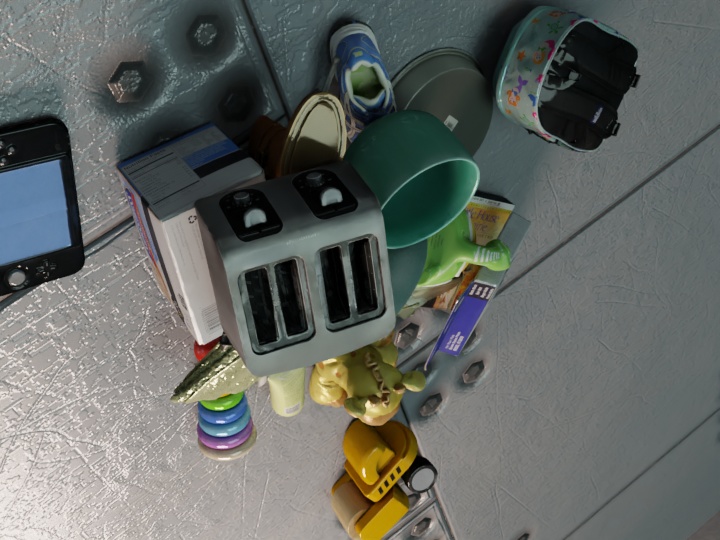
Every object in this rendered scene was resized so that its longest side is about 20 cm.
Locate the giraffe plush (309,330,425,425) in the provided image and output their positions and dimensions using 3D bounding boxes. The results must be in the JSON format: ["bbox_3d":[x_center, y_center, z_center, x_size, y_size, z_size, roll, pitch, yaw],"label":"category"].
[{"bbox_3d":[0.009,0.156,1.448,0.173,0.162,0.200,-43,140,-4],"label":"giraffe plush"}]

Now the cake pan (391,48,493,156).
[{"bbox_3d":[0.105,-0.202,1.338,0.200,0.037,0.201,-23,134,-26],"label":"cake pan"}]

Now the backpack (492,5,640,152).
[{"bbox_3d":[0.270,-0.267,1.339,0.200,0.150,0.178,5,111,-53],"label":"backpack"}]

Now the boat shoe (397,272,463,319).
[{"bbox_3d":[0.057,0.034,1.430,0.199,0.072,0.065,-15,124,-22],"label":"boat shoe"}]

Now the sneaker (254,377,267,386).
[{"bbox_3d":[-0.112,0.073,1.349,0.099,0.071,0.201,-20,134,-30],"label":"sneaker"}]

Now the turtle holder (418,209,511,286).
[{"bbox_3d":[0.108,-0.050,1.364,0.185,0.142,0.132,-17,171,30],"label":"turtle holder"}]

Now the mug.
[{"bbox_3d":[0.038,-0.112,1.183,0.184,0.115,0.152,-26,152,-14],"label":"mug"}]

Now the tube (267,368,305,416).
[{"bbox_3d":[-0.103,0.153,1.380,0.052,0.058,0.200,0,157,-4],"label":"tube"}]

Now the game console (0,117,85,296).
[{"bbox_3d":[-0.359,-0.032,1.013,0.172,0.119,0.201,-19,133,-28],"label":"game console"}]

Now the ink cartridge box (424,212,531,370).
[{"bbox_3d":[0.177,0.040,1.473,0.200,0.041,0.200,-54,170,-35],"label":"ink cartridge box"}]

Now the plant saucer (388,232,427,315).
[{"bbox_3d":[0.000,0.000,1.270,0.039,0.201,0.201,34,97,-33],"label":"plant saucer"}]

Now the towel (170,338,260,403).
[{"bbox_3d":[-0.135,0.103,1.225,0.200,0.037,0.148,-43,163,27],"label":"towel"}]

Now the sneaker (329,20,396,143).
[{"bbox_3d":[0.006,-0.203,1.208,0.075,0.077,0.200,-18,132,3],"label":"sneaker"}]

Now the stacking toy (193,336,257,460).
[{"bbox_3d":[-0.195,0.166,1.351,0.085,0.085,0.201,-23,130,-25],"label":"stacking toy"}]

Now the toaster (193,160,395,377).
[{"bbox_3d":[-0.069,0.004,1.046,0.180,0.119,0.201,-16,120,-15],"label":"toaster"}]

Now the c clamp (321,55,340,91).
[{"bbox_3d":[-0.042,-0.125,1.175,0.027,0.201,0.171,-1,153,-16],"label":"c clamp"}]

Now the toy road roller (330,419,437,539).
[{"bbox_3d":[0.015,0.340,1.643,0.200,0.123,0.146,-48,125,1],"label":"toy road roller"}]

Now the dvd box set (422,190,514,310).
[{"bbox_3d":[0.142,-0.032,1.513,0.146,0.029,0.201,8,117,-44],"label":"dvd box set"}]

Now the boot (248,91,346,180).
[{"bbox_3d":[-0.085,-0.143,1.130,0.073,0.155,0.201,-1,127,-26],"label":"boot"}]

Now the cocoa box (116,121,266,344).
[{"bbox_3d":[-0.180,-0.044,1.148,0.133,0.131,0.201,-28,136,-20],"label":"cocoa box"}]
